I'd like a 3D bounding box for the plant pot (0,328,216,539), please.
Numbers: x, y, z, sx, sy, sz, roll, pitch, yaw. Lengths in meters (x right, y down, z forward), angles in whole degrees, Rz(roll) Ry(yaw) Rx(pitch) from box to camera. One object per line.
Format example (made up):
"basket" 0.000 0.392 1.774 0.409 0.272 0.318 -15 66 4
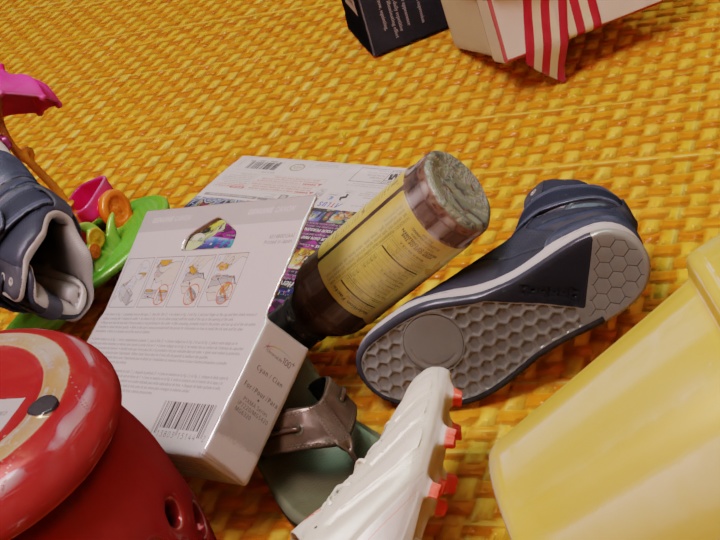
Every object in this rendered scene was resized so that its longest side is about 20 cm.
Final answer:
"plant pot" -0.186 0.144 0.699 0.197 0.185 0.201 -13 30 7

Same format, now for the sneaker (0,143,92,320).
"sneaker" -0.273 0.024 0.911 0.145 0.077 0.204 33 97 33

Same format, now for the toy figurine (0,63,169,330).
"toy figurine" -0.276 -0.067 1.036 0.149 0.185 0.201 -15 30 36

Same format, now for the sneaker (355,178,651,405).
"sneaker" 0.095 0.011 0.859 0.200 0.078 0.146 -25 16 16

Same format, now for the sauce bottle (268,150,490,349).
"sauce bottle" 0.000 0.000 0.855 0.199 0.065 0.065 -38 17 36

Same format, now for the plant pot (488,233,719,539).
"plant pot" 0.169 0.097 0.589 0.187 0.202 0.202 -30 29 12

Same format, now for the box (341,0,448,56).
"box" 0.070 -0.338 1.333 0.197 0.150 0.107 -22 32 -6

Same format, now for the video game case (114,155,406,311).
"video game case" -0.070 -0.027 1.035 0.198 0.036 0.181 7 40 36

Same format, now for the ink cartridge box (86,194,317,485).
"ink cartridge box" -0.110 0.042 0.841 0.198 0.045 0.178 -2 58 49

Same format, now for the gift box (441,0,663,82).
"gift box" 0.171 -0.288 1.180 0.183 0.202 0.187 -26 16 -6

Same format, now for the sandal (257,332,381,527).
"sandal" -0.038 0.093 0.796 0.079 0.058 0.201 -33 48 -17

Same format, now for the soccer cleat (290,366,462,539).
"soccer cleat" 0.005 0.131 0.693 0.076 0.070 0.202 11 53 13
